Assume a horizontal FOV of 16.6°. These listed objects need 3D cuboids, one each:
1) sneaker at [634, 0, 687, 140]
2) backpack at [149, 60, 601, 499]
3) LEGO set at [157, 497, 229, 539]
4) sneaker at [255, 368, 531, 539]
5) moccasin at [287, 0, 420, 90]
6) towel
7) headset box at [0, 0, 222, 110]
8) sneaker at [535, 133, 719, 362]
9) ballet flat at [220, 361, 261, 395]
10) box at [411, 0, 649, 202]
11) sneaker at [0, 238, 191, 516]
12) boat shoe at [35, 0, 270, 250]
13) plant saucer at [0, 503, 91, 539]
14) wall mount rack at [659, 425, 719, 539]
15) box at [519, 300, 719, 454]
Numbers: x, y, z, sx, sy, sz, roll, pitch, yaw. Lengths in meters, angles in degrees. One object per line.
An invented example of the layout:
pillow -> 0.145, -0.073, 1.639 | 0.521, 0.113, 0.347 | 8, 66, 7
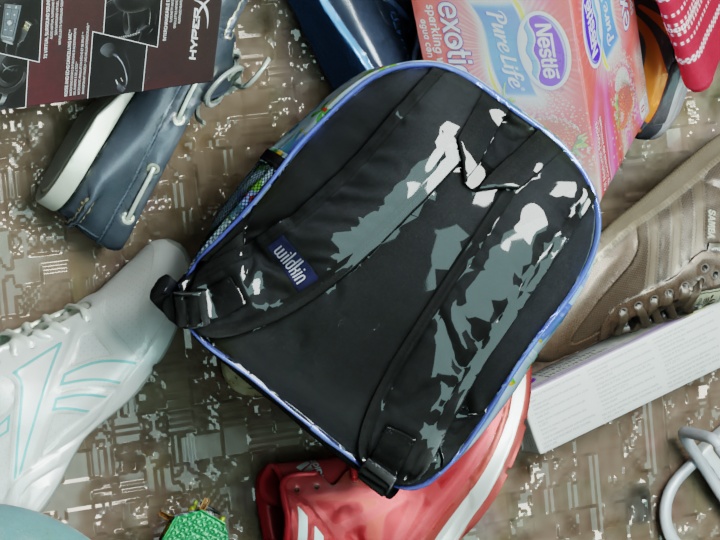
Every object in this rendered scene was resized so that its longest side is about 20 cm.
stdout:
sneaker -> 0.138, -0.179, 1.456 | 0.111, 0.078, 0.201 | 4, 81, -17
backpack -> 0.019, -0.008, 1.318 | 0.183, 0.147, 0.200 | 39, 90, -3
LEGO set -> -0.060, 0.220, 1.369 | 0.199, 0.116, 0.154 | 22, 83, -5
sneaker -> 0.014, 0.109, 1.409 | 0.115, 0.078, 0.201 | 27, 81, -22
moccasin -> 0.006, -0.150, 1.392 | 0.068, 0.080, 0.201 | -33, 105, -17
towel -> 0.177, -0.217, 1.382 | 0.201, 0.022, 0.145 | 63, 38, -34
headset box -> -0.189, -0.155, 1.270 | 0.199, 0.149, 0.078 | -8, 133, -22
sneaker -> 0.182, -0.002, 1.464 | 0.200, 0.070, 0.076 | -42, 78, -17
ballet flat -> 0.000, 0.000, 1.408 | 0.200, 0.057, 0.067 | -39, 106, -15
box -> 0.090, -0.147, 1.359 | 0.103, 0.094, 0.201 | -57, 143, -48
sneaker -> -0.167, 0.055, 1.337 | 0.080, 0.070, 0.201 | 41, 78, -16
boat shoe -> -0.100, -0.104, 1.354 | 0.062, 0.075, 0.201 | 35, 81, -18
plant saucer -> -0.199, 0.224, 1.299 | 0.199, 0.027, 0.201 | 0, 92, 11
wall mount rack -> 0.289, 0.130, 1.523 | 0.200, 0.075, 0.174 | -40, 107, -15
box -> 0.177, 0.052, 1.493 | 0.199, 0.039, 0.042 | -25, 100, -19
